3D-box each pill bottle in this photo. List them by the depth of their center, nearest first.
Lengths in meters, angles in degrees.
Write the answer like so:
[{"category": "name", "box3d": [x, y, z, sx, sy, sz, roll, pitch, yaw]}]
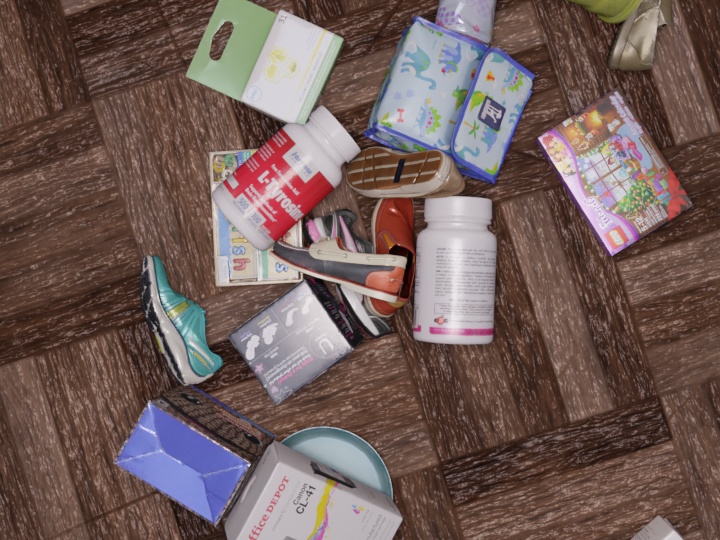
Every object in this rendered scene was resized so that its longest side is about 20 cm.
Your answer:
[{"category": "pill bottle", "box3d": [-0.100, -0.131, 1.351, 0.200, 0.112, 0.112, -42, 87, 2]}, {"category": "pill bottle", "box3d": [0.133, 0.000, 1.360, 0.113, 0.113, 0.201, 2, 90, 4]}]

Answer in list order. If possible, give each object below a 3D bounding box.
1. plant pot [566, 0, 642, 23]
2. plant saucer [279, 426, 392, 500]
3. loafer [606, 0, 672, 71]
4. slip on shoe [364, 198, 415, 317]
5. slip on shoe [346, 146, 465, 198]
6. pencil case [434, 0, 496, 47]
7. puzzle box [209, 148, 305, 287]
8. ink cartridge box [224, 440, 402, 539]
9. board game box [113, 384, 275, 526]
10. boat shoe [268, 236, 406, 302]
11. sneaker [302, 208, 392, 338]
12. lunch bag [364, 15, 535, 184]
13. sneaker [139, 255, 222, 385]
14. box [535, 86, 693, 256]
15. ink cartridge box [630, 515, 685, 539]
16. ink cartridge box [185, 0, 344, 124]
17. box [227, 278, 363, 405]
[{"category": "plant pot", "box3d": [0.272, -0.441, 1.289, 0.183, 0.200, 0.201, 3, 90, -13]}, {"category": "plant saucer", "box3d": [-0.052, 0.326, 1.414, 0.199, 0.027, 0.201, 0, 90, 3]}, {"category": "loafer", "box3d": [0.410, -0.372, 1.368, 0.067, 0.076, 0.201, 21, 101, 3]}, {"category": "slip on shoe", "box3d": [0.052, -0.032, 1.362, 0.074, 0.061, 0.201, 26, 59, -31]}, {"category": "slip on shoe", "box3d": [0.061, -0.132, 1.355, 0.060, 0.200, 0.076, 29, 72, -39]}, {"category": "pencil case", "box3d": [0.162, -0.418, 1.377, 0.090, 0.083, 0.201, 13, 90, -34]}, {"category": "puzzle box", "box3d": [-0.150, -0.078, 1.422, 0.132, 0.025, 0.201, -4, 89, 3]}, {"category": "ink cartridge box", "box3d": [-0.065, 0.348, 1.333, 0.199, 0.086, 0.148, 28, 93, -17]}, {"category": "board game box", "box3d": [-0.221, 0.246, 1.337, 0.159, 0.200, 0.097, 31, 92, 2]}, {"category": "boat shoe", "box3d": [-0.031, -0.013, 1.308, 0.199, 0.071, 0.063, 18, 94, 25]}, {"category": "sneaker", "box3d": [0.000, 0.000, 1.389, 0.086, 0.080, 0.201, -29, 94, -8]}, {"category": "lunch bag", "box3d": [0.129, -0.234, 1.363, 0.199, 0.127, 0.171, 22, 89, -9]}, {"category": "sneaker", "box3d": [-0.266, 0.069, 1.416, 0.079, 0.077, 0.201, -22, 83, -27]}, {"category": "box", "box3d": [0.360, -0.140, 1.384, 0.137, 0.039, 0.200, -32, 88, 4]}, {"category": "ink cartridge box", "box3d": [0.404, 0.468, 1.356, 0.200, 0.084, 0.146, -43, 87, 3]}, {"category": "ink cartridge box", "box3d": [-0.142, -0.309, 1.413, 0.199, 0.048, 0.146, 25, 92, 1]}, {"category": "box", "box3d": [-0.082, 0.094, 1.329, 0.132, 0.200, 0.115, -36, 87, 3]}]
